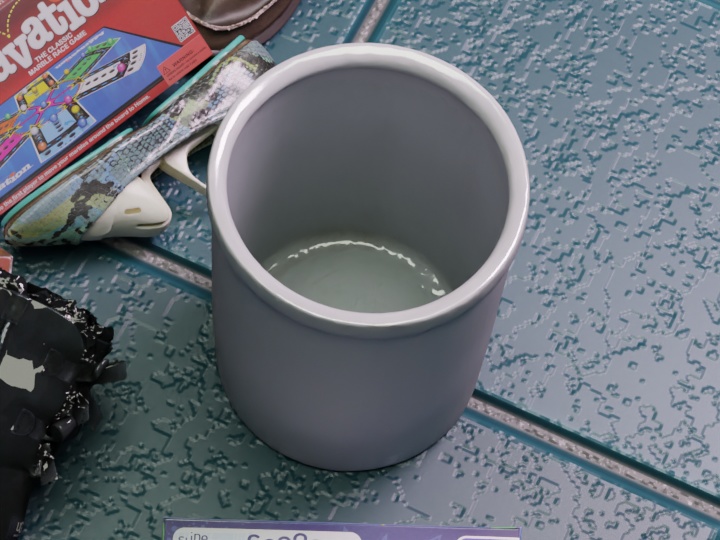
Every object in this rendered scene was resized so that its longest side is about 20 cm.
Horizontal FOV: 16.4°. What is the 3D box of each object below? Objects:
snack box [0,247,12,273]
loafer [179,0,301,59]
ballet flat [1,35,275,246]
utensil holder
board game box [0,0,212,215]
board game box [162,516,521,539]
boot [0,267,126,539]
[{"bbox_3d":[-0.300,-0.008,1.399,0.199,0.072,0.024,3,98,-22],"label":"snack box"},{"bbox_3d":[-0.052,-0.214,1.558,0.073,0.071,0.200,35,65,14],"label":"loafer"},{"bbox_3d":[-0.118,-0.061,1.478,0.200,0.074,0.074,-40,71,-18],"label":"ballet flat"},{"bbox_3d":[0.000,0.000,1.375,0.169,0.200,0.170,1,62,-2],"label":"utensil holder"},{"bbox_3d":[-0.193,-0.110,1.467,0.200,0.103,0.019,-39,26,-11],"label":"board game box"},{"bbox_3d":[-0.011,0.204,1.357,0.199,0.034,0.136,3,61,-3],"label":"board game box"},{"bbox_3d":[-0.241,0.067,1.364,0.198,0.073,0.163,24,87,0],"label":"boot"}]
